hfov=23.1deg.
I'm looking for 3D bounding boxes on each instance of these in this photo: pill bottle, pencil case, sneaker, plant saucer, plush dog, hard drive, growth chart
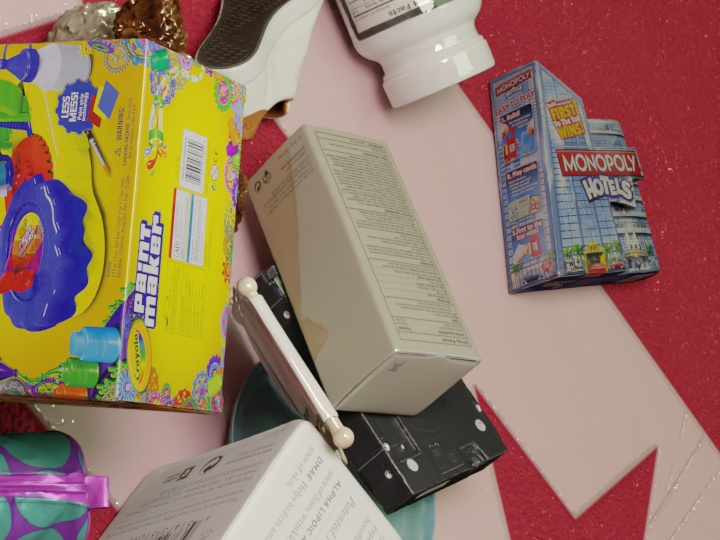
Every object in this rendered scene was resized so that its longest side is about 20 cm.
[{"bbox_3d":[0.032,-0.245,1.462,0.116,0.116,0.201,-30,99,-48],"label":"pill bottle"},{"bbox_3d":[-0.253,0.132,1.032,0.199,0.092,0.086,8,68,-45],"label":"pencil case"},{"bbox_3d":[-0.076,-0.172,1.376,0.200,0.072,0.085,-61,149,-48],"label":"sneaker"},{"bbox_3d":[-0.024,0.152,1.297,0.200,0.027,0.201,24,51,-34],"label":"plant saucer"},{"bbox_3d":[-0.156,-0.089,1.163,0.160,0.171,0.201,-26,94,-48],"label":"plush dog"},{"bbox_3d":[0.012,0.076,1.322,0.139,0.038,0.201,-16,69,-55],"label":"hard drive"},{"bbox_3d":[-0.050,0.068,1.189,0.018,0.200,0.145,-32,89,-8],"label":"growth chart"}]

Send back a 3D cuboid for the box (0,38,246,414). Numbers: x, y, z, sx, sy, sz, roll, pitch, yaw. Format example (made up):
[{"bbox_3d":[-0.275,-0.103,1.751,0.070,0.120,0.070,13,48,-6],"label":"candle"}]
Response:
[{"bbox_3d":[-0.185,-0.022,1.042,0.122,0.192,0.201,17,75,-64],"label":"box"}]

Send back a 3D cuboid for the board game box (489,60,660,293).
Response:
[{"bbox_3d":[0.194,-0.088,1.610,0.199,0.062,0.201,-5,78,-47],"label":"board game box"}]

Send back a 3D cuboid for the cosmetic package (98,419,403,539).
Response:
[{"bbox_3d":[-0.065,0.236,1.130,0.200,0.164,0.165,53,44,-18],"label":"cosmetic package"}]

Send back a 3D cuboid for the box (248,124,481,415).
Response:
[{"bbox_3d":[0.000,0.000,1.281,0.095,0.078,0.201,10,48,-44],"label":"box"}]
